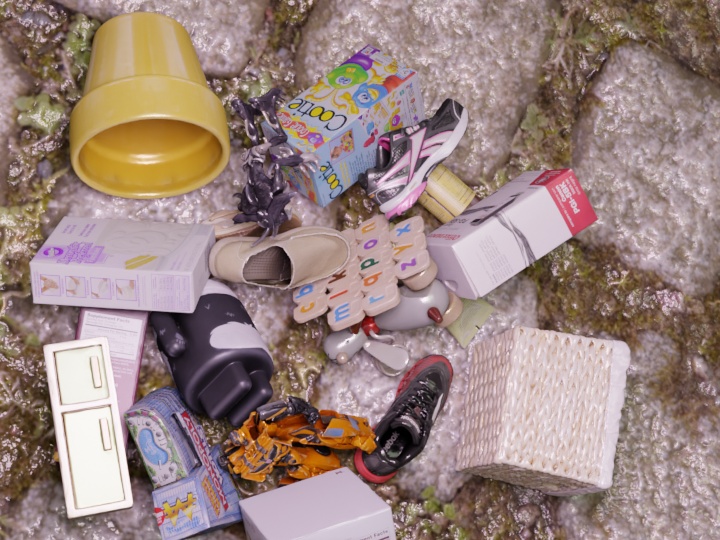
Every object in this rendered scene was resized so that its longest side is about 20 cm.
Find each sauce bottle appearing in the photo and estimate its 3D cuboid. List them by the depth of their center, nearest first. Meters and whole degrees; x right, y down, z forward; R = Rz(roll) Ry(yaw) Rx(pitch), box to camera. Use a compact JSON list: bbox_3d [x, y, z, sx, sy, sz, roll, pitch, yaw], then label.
[{"bbox_3d":[0.136,-0.090,1.740,0.200,0.065,0.065,42,70,-5],"label":"sauce bottle"}]

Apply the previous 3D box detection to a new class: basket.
[{"bbox_3d":[0.238,0.186,1.638,0.161,0.198,0.200,14,75,-10],"label":"basket"}]

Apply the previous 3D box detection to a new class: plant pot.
[{"bbox_3d":[-0.277,-0.221,1.593,0.200,0.201,0.189,-1,62,-16],"label":"plant pot"}]

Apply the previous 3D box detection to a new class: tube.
[{"bbox_3d":[0.095,0.017,1.716,0.200,0.052,0.058,42,111,-8],"label":"tube"}]

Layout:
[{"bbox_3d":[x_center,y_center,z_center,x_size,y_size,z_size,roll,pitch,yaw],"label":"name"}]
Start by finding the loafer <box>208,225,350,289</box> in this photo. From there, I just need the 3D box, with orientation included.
[{"bbox_3d":[-0.093,-0.009,1.570,0.200,0.068,0.076,-9,117,-30],"label":"loafer"}]

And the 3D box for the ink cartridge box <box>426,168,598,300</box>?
[{"bbox_3d":[0.192,-0.051,1.644,0.200,0.147,0.083,-33,101,-14],"label":"ink cartridge box"}]

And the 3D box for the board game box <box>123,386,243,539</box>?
[{"bbox_3d":[-0.210,0.244,1.478,0.062,0.200,0.200,-22,94,4],"label":"board game box"}]

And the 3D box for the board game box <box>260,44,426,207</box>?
[{"bbox_3d":[-0.020,-0.199,1.678,0.200,0.105,0.103,-39,53,-20],"label":"board game box"}]

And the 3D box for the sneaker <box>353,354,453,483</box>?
[{"bbox_3d":[0.070,0.193,1.640,0.071,0.098,0.201,38,69,-3],"label":"sneaker"}]

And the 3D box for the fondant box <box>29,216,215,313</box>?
[{"bbox_3d":[-0.291,-0.009,1.528,0.200,0.144,0.058,2,116,4],"label":"fondant box"}]

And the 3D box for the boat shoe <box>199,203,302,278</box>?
[{"bbox_3d":[-0.180,-0.046,1.642,0.200,0.072,0.065,-19,41,-6],"label":"boat shoe"}]

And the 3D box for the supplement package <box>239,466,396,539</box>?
[{"bbox_3d":[-0.042,0.375,1.505,0.150,0.152,0.200,-15,106,-19],"label":"supplement package"}]

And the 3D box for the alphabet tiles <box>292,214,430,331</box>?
[{"bbox_3d":[0.000,0.000,1.617,0.195,0.200,0.015,-24,124,12],"label":"alphabet tiles"}]

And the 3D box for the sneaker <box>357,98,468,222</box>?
[{"bbox_3d":[0.070,-0.166,1.655,0.086,0.080,0.200,40,62,-12],"label":"sneaker"}]

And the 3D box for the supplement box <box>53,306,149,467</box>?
[{"bbox_3d":[-0.322,0.147,1.529,0.086,0.110,0.200,10,75,-11],"label":"supplement box"}]

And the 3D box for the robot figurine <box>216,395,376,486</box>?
[{"bbox_3d":[-0.080,0.222,1.544,0.200,0.145,0.058,11,36,-44],"label":"robot figurine"}]

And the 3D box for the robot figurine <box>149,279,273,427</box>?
[{"bbox_3d":[-0.187,0.102,1.547,0.125,0.150,0.200,-21,51,-17],"label":"robot figurine"}]

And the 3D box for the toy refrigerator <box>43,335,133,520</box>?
[{"bbox_3d":[-0.316,0.183,1.427,0.076,0.070,0.200,-8,79,-14],"label":"toy refrigerator"}]

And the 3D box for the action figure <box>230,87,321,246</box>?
[{"bbox_3d":[-0.109,-0.126,1.557,0.102,0.119,0.200,7,69,-41],"label":"action figure"}]

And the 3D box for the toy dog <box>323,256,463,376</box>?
[{"bbox_3d":[0.047,0.074,1.601,0.132,0.096,0.200,28,115,-19],"label":"toy dog"}]
